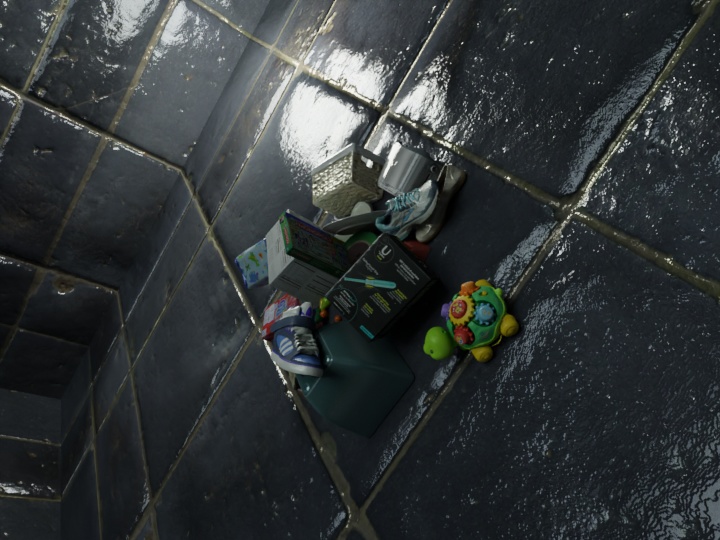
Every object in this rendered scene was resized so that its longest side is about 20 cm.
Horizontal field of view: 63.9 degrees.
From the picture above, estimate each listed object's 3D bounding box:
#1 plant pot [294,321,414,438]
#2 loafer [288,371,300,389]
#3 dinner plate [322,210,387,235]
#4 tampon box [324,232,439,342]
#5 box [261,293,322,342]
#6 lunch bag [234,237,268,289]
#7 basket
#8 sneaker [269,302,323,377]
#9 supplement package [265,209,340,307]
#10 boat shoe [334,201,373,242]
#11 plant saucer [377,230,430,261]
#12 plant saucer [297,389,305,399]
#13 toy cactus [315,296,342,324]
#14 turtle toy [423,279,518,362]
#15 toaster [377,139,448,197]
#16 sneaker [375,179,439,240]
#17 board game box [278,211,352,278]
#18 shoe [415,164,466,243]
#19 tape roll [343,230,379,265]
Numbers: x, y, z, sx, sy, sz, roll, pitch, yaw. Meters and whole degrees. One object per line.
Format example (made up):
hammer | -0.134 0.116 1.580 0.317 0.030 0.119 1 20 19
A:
plant pot | -0.038 0.234 1.326 0.197 0.199 0.196 -55 37 16
loafer | -0.152 0.237 1.459 0.068 0.075 0.200 55 148 21
dinner plate | 0.001 -0.118 1.487 0.200 0.200 0.024 -18 81 47
tampon box | 0.052 0.038 1.311 0.150 0.126 0.200 46 102 12
box | -0.195 0.135 1.661 0.200 0.095 0.100 -35 44 45
lunch bag | -0.230 -0.032 1.675 0.170 0.200 0.128 -25 88 40
basket | -0.036 -0.250 1.653 0.200 0.135 0.124 -22 56 45
sneaker | -0.128 0.141 1.252 0.200 0.080 0.147 11 84 60
supplement package | -0.149 -0.031 1.498 0.111 0.155 0.200 -44 36 25
boat shoe | -0.021 -0.107 1.634 0.201 0.073 0.062 -60 -8 21
plant saucer | 0.066 -0.011 1.470 0.200 0.037 0.200 -61 35 8
plant saucer | -0.131 0.252 1.580 0.200 0.034 0.201 -30 49 42
toy cactus | -0.103 0.149 1.468 0.102 0.164 0.201 -72 -19 -56
turtle toy | 0.211 0.106 1.158 0.200 0.101 0.146 -51 38 21
toaster | 0.123 -0.245 1.461 0.130 0.113 0.200 -62 31 10
sneaker | 0.108 -0.145 1.365 0.200 0.086 0.078 -47 29 39
board game box | -0.108 -0.057 1.436 0.029 0.200 0.135 -44 41 25
shoe | 0.181 -0.162 1.389 0.070 0.053 0.201 37 101 54
tape roll | 0.000 0.000 1.477 0.200 0.048 0.201 -30 49 40
